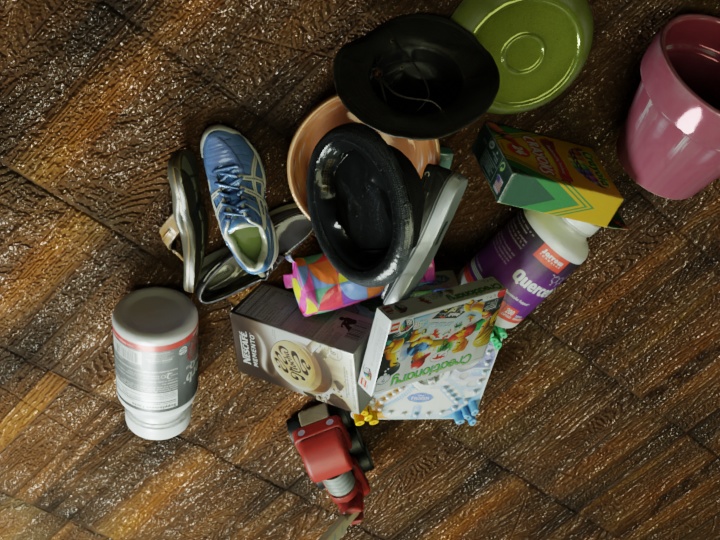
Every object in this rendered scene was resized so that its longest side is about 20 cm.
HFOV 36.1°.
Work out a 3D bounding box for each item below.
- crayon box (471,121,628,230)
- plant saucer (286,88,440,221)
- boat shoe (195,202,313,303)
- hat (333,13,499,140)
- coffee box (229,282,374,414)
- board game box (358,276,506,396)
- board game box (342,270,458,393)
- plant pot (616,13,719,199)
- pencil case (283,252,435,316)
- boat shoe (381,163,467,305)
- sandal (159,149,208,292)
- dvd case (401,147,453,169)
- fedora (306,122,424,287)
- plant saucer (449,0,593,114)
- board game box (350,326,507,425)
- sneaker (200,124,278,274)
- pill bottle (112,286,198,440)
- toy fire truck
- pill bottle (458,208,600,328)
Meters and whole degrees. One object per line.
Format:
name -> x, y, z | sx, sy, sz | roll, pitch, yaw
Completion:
crayon box -> 0.259, -0.124, 1.458 | 0.200, 0.127, 0.051 | 11, 125, -22
plant saucer -> 0.002, -0.139, 1.415 | 0.200, 0.037, 0.201 | -6, 116, -12
boat shoe -> -0.140, -0.017, 1.486 | 0.200, 0.065, 0.072 | -30, 127, 10
hat -> 0.065, -0.210, 1.323 | 0.200, 0.201, 0.081 | -6, 147, -8
coffee box -> -0.072, 0.105, 1.520 | 0.200, 0.080, 0.113 | 16, 132, 26
board game box -> 0.096, 0.085, 1.462 | 0.200, 0.035, 0.126 | -14, 132, -34
board game box -> 0.036, 0.096, 1.606 | 0.199, 0.041, 0.200 | -6, 129, -8
plant pot -> 0.425, -0.195, 1.412 | 0.200, 0.200, 0.179 | 7, 142, -18
pencil case -> 0.000, 0.000, 1.486 | 0.200, 0.088, 0.089 | -13, 130, -10
boat shoe -> 0.066, -0.045, 1.419 | 0.066, 0.070, 0.200 | 29, 108, 13
sandal -> -0.234, -0.064, 1.423 | 0.054, 0.082, 0.200 | 3, 129, 8
dvd case -> 0.036, -0.082, 1.505 | 0.146, 0.022, 0.200 | 3, 128, -15
fedora -> 0.022, -0.084, 1.351 | 0.091, 0.201, 0.201 | -17, 138, -41
plant saucer -> 0.201, -0.277, 1.385 | 0.200, 0.031, 0.200 | -7, 128, -8
board game box -> 0.100, 0.153, 1.624 | 0.200, 0.026, 0.200 | 2, 128, -15
sneaker -> -0.149, -0.088, 1.395 | 0.076, 0.077, 0.200 | -19, 104, 3
pill bottle -> -0.283, 0.132, 1.539 | 0.116, 0.116, 0.200 | -2, 129, -11
toy fire truck -> -0.047, 0.330, 1.696 | 0.128, 0.200, 0.176 | -21, 130, 3
pill bottle -> 0.237, -0.020, 1.541 | 0.112, 0.113, 0.200 | 28, 119, -30
